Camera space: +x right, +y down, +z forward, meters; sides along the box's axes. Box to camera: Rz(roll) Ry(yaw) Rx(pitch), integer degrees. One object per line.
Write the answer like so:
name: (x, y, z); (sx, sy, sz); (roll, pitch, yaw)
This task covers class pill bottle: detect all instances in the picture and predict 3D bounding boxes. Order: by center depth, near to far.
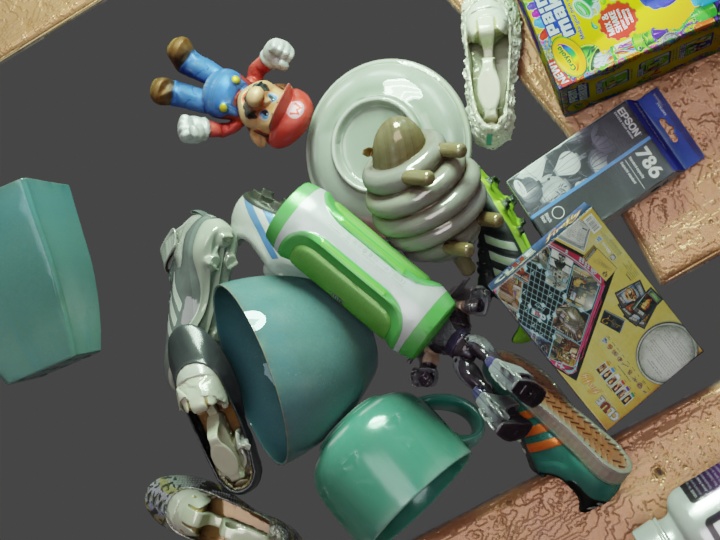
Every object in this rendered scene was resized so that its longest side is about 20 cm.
pill bottle: (0.380, 0.249, 1.282); (0.199, 0.111, 0.112); (-32, 78, 6)

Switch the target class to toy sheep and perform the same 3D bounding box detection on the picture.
toy sheep: (0.072, -0.072, 1.322); (0.137, 0.138, 0.201); (-24, 114, 7)

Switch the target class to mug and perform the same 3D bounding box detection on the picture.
mug: (0.033, 0.199, 1.350); (0.114, 0.184, 0.152); (45, 117, 15)

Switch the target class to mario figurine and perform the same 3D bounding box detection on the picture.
mario figurine: (-0.145, -0.205, 1.442); (0.198, 0.106, 0.125); (21, 122, 20)

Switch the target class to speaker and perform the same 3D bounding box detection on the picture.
speaker: (0.000, 0.000, 1.307); (0.199, 0.088, 0.089); (39, 91, 8)

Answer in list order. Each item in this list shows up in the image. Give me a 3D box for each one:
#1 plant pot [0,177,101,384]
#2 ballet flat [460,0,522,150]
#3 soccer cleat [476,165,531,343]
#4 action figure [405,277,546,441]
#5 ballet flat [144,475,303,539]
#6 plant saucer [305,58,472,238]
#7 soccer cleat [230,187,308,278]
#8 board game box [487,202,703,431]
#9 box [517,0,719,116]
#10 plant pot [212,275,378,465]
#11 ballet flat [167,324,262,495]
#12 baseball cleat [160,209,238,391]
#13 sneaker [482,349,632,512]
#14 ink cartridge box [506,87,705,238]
plant pot: (-0.384, 0.019, 1.450); (0.140, 0.141, 0.202); (-21, 87, 8)
ballet flat: (0.146, -0.237, 1.413); (0.071, 0.072, 0.203); (-4, 82, 10)
soccer cleat: (0.152, -0.016, 1.380); (0.081, 0.067, 0.202); (-29, 84, 19)
action figure: (0.112, 0.086, 1.331); (0.200, 0.069, 0.131); (46, 116, 42)
ballet flat: (-0.156, 0.278, 1.406); (0.198, 0.072, 0.073); (20, 87, 13)
plant saucer: (0.024, -0.137, 1.414); (0.198, 0.050, 0.203); (0, 89, 19)
soccer cleat: (-0.060, -0.017, 1.432); (0.199, 0.070, 0.087); (29, 105, 15)
board game box: (0.246, 0.049, 1.333); (0.135, 0.035, 0.200); (-39, 102, 4)
box: (0.267, -0.305, 1.369); (0.191, 0.122, 0.202); (-23, 79, 8)
plant pot: (-0.059, 0.089, 1.363); (0.133, 0.200, 0.202); (-19, 78, -19)
ballet flat: (-0.159, 0.157, 1.389); (0.072, 0.073, 0.202); (-19, 101, 8)
baseball cleat: (-0.193, 0.032, 1.453); (0.106, 0.069, 0.202); (27, 102, 45)
sneaker: (0.192, 0.171, 1.349); (0.200, 0.071, 0.080); (46, 120, 26)
ink cartridge box: (0.267, -0.111, 1.387); (0.199, 0.039, 0.100); (-35, 77, 4)
